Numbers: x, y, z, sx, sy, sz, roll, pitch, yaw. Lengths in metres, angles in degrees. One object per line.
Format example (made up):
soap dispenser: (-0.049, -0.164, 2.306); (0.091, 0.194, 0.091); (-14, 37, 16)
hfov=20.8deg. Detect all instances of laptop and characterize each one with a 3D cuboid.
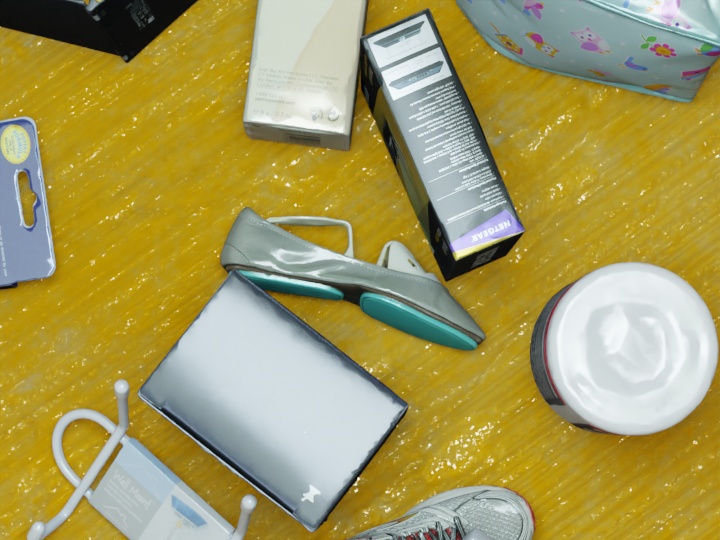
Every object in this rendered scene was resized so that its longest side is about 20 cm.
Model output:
laptop: (-0.189, -0.219, 1.358); (0.200, 0.187, 0.116); (-42, 87, -2)

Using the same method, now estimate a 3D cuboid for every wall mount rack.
wall mount rack: (-0.141, 0.162, 1.354); (0.200, 0.075, 0.174); (40, 121, 9)

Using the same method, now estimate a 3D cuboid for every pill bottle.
pill bottle: (0.172, 0.055, 1.329); (0.110, 0.200, 0.111); (0, 86, 0)

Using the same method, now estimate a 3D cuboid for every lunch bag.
lunch bag: (0.160, -0.205, 1.364); (0.199, 0.170, 0.123); (16, 80, 3)

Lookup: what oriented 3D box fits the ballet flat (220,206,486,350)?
ballet flat: (0.000, 0.000, 1.404); (0.199, 0.067, 0.064); (16, 75, 1)

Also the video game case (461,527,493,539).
video game case: (0.087, 0.302, 1.354); (0.182, 0.022, 0.200); (38, 112, -3)

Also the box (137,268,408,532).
box: (-0.054, 0.090, 1.328); (0.148, 0.200, 0.104); (38, 86, 3)

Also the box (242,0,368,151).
box: (-0.033, -0.193, 1.403); (0.077, 0.095, 0.201); (7, 87, 0)

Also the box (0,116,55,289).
box: (-0.323, -0.037, 1.424); (0.199, 0.032, 0.122); (-9, 86, 1)

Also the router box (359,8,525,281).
router box: (0.053, -0.079, 1.340); (0.052, 0.200, 0.158); (-23, 85, -1)

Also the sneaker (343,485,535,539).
sneaker: (0.031, 0.211, 1.379); (0.199, 0.082, 0.078); (-23, 86, -2)
